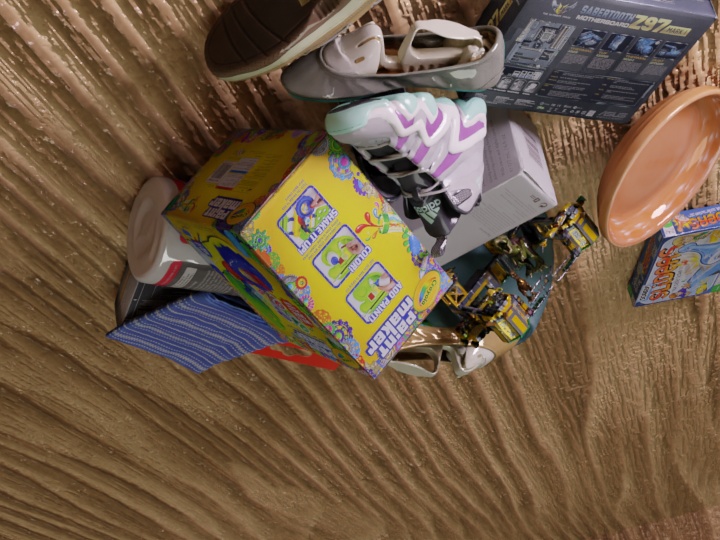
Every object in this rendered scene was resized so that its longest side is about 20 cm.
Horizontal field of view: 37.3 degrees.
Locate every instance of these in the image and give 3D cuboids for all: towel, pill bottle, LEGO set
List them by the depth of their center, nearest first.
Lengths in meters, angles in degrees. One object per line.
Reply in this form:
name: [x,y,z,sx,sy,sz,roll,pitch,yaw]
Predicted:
pill bottle: [-0.139,-0.030,1.140,0.199,0.112,0.111,9,145,-33]
LEGO set: [0.149,-0.026,1.164,0.200,0.154,0.116,-47,112,-8]
towel: [-0.185,0.075,1.254,0.199,0.024,0.144,-22,144,40]

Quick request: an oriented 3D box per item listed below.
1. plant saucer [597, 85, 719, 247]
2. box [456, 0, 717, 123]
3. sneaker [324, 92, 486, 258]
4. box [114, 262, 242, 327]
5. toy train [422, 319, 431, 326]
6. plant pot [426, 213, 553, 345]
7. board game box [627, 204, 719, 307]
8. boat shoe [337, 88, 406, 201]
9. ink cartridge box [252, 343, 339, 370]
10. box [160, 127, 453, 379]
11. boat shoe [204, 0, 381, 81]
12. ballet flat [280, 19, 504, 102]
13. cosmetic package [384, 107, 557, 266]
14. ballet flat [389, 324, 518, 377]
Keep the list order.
plant saucer: [0.326,-0.117,1.164,0.199,0.037,0.201,-32,145,-25]
box: [0.206,-0.214,1.003,0.198,0.051,0.158,2,149,-22]
sneaker: [0.051,-0.080,0.931,0.077,0.141,0.199,-2,-176,43]
box: [-0.182,0.020,1.279,0.198,0.049,0.159,1,150,-23]
toy train: [0.091,0.083,1.436,0.041,0.057,0.200,16,-176,17]
plant pot: [0.154,0.022,1.321,0.198,0.136,0.201,-9,151,-5]
board game box: [0.451,-0.021,1.461,0.134,0.035,0.201,-11,151,-3]
boat shoe: [0.016,-0.139,1.044,0.071,0.068,0.201,-12,149,-1]
ink cartridge box: [-0.051,0.081,1.320,0.159,0.048,0.200,14,141,-27]
box: [-0.053,-0.023,1.004,0.193,0.122,0.200,48,164,-26]
boat shoe: [-0.039,-0.214,0.900,0.199,0.072,0.076,-24,165,25]
ballet flat: [0.028,-0.190,0.930,0.198,0.068,0.064,-3,141,-6]
cosmetic package: [0.096,-0.083,1.129,0.199,0.114,0.081,-29,141,25]
ballet flat: [0.094,0.095,1.229,0.198,0.064,0.069,4,150,-18]
